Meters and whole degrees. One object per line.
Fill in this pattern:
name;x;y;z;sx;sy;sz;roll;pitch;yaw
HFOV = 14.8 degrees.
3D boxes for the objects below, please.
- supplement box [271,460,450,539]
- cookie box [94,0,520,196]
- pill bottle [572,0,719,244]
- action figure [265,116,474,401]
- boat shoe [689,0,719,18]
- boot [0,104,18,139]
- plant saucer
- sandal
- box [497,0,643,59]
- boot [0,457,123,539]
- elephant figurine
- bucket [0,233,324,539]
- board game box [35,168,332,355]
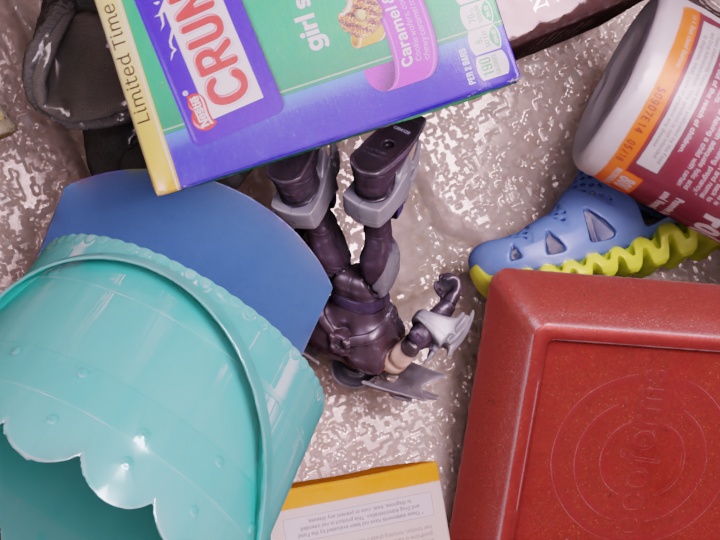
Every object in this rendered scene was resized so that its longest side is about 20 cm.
supplement box;-0.008;0.217;1.571;0.126;0.073;0.201;-7;87;-36
cookie box;-0.035;-0.148;1.449;0.199;0.075;0.172;-18;91;4
pill bottle;0.232;-0.065;1.579;0.199;0.114;0.114;27;80;-5
action figure;0.000;0.000;1.566;0.130;0.200;0.069;14;49;17
boat shoe;0.283;-0.155;1.690;0.199;0.060;0.072;21;82;-10
boot;-0.234;-0.146;1.566;0.200;0.073;0.156;-37;94;-11
plant saucer;0.161;0.104;1.616;0.199;0.037;0.200;5;108;-12
sandal;0.151;-0.036;1.648;0.199;0.079;0.087;-18;84;-21
box;0.049;-0.194;1.586;0.199;0.164;0.166;-23;91;-13
boot;-0.199;0.149;1.562;0.200;0.066;0.165;35;83;-14
elephant figurine;-0.132;-0.131;1.562;0.200;0.141;0.155;49;63;-11
bucket;-0.126;0.086;1.460;0.207;0.207;0.135;33;65;-8
board game box;-0.107;0.019;1.563;0.158;0.039;0.200;22;123;-4
